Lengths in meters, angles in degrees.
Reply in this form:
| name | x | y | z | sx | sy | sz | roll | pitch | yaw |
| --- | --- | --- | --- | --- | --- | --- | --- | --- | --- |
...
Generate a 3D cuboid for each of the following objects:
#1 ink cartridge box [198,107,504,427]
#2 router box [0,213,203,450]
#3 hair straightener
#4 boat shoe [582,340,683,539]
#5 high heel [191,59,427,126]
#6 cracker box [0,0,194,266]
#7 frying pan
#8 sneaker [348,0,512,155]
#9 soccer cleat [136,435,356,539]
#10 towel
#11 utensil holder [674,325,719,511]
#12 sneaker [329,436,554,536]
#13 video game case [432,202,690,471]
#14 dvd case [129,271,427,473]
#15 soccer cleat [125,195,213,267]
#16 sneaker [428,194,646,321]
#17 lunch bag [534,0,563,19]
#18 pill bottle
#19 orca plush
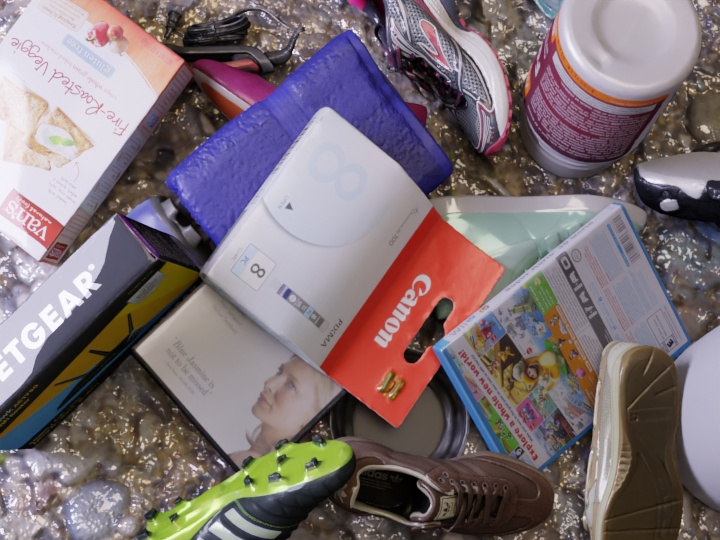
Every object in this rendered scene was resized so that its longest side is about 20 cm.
| name | x | y | z | sx | sy | sz | roll | pitch | yaw |
| --- | --- | --- | --- | --- | --- | --- | --- | --- | --- |
| ink cartridge box | 0.000 | 0.000 | 1.172 | 0.199 | 0.047 | 0.161 | 38 | 80 | -9 |
| router box | -0.216 | 0.050 | 1.136 | 0.200 | 0.149 | 0.051 | -44 | 80 | 3 |
| hair straightener | -0.146 | -0.197 | 1.302 | 0.197 | 0.041 | 0.078 | -12 | 74 | -4 |
| boat shoe | 0.213 | 0.159 | 1.222 | 0.072 | 0.063 | 0.204 | -1 | 94 | -18 |
| high heel | -0.043 | -0.144 | 1.289 | 0.199 | 0.067 | 0.097 | 33 | 75 | -9 |
| cracker box | -0.248 | -0.124 | 1.237 | 0.133 | 0.058 | 0.201 | 36 | 89 | 5 |
| frying pan | 0.013 | 0.153 | 1.221 | 0.114 | 0.031 | 0.191 | 30 | 81 | 2 |
| sneaker | 0.061 | -0.181 | 1.301 | 0.074 | 0.081 | 0.201 | -27 | 75 | -21 |
| soccer cleat | -0.078 | 0.189 | 1.146 | 0.198 | 0.068 | 0.081 | -28 | 109 | 21 |
| towel | -0.041 | -0.078 | 1.233 | 0.199 | 0.050 | 0.148 | -39 | 97 | -10 |
| utensil holder | 0.338 | 0.102 | 1.181 | 0.167 | 0.200 | 0.172 | 2 | 75 | -9 |
| sneaker | 0.064 | 0.180 | 1.176 | 0.197 | 0.076 | 0.071 | 9 | 105 | -14 |
| video game case | 0.168 | 0.060 | 1.239 | 0.199 | 0.018 | 0.144 | -37 | 112 | -16 |
| dvd case | -0.061 | 0.048 | 1.188 | 0.200 | 0.018 | 0.143 | -43 | 98 | -13 |
| soccer cleat | -0.130 | 0.034 | 1.236 | 0.083 | 0.065 | 0.201 | -36 | 83 | 15 |
| sneaker | 0.146 | -0.002 | 1.269 | 0.198 | 0.074 | 0.120 | -2 | 86 | -15 |
| lunch bag | 0.184 | -0.356 | 1.352 | 0.170 | 0.122 | 0.201 | -37 | 86 | -15 |
| pill bottle | 0.196 | -0.156 | 1.248 | 0.112 | 0.200 | 0.116 | 2 | 72 | -6 |
| orca plush | 0.336 | -0.064 | 1.322 | 0.197 | 0.072 | 0.105 | -11 | 30 | -14 |
